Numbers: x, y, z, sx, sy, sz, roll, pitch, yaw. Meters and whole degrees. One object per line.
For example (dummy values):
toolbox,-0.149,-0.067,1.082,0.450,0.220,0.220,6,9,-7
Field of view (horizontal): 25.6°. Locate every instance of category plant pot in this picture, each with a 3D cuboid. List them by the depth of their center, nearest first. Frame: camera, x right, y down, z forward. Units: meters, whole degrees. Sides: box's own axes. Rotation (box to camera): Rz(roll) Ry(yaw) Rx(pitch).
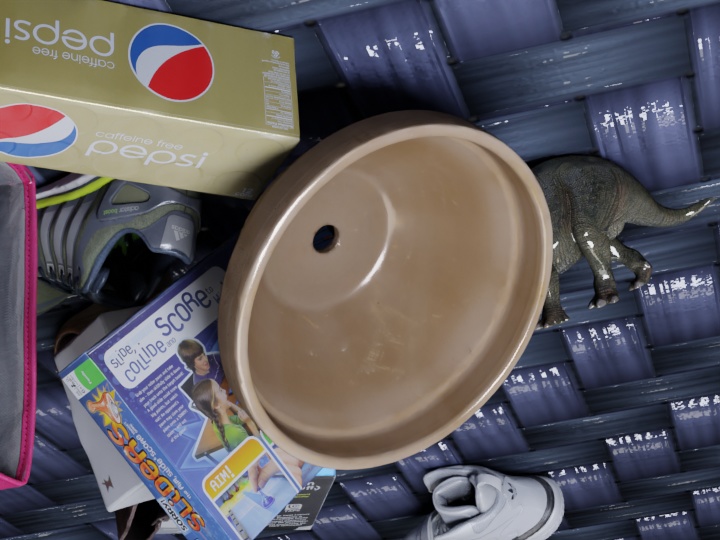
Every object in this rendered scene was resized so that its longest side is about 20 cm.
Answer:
plant pot,0.000,0.000,0.869,0.200,0.093,0.202,-16,122,-27

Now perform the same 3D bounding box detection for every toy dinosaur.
toy dinosaur,0.119,-0.026,0.946,0.199,0.103,0.077,-20,-178,0

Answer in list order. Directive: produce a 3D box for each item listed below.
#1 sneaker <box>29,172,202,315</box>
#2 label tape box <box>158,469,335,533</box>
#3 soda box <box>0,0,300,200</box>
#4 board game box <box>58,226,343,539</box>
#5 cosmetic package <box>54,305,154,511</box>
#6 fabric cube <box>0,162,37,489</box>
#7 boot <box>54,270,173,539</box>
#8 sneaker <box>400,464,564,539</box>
sneaker,-0.161,-0.011,0.932,0.074,0.082,0.200,17,146,-36
label tape box,-0.096,0.153,1.285,0.142,0.067,0.200,1,154,-11
soda box,-0.133,-0.091,0.798,0.198,0.065,0.068,9,150,-23
board game box,-0.060,0.054,0.907,0.034,0.136,0.200,-34,-175,45
cosmetic package,-0.073,0.068,0.970,0.199,0.102,0.071,-12,163,-40
fabric cube,-0.305,0.014,0.830,0.198,0.198,0.200,-13,153,16
boot,-0.164,0.105,1.065,0.072,0.168,0.200,6,151,-20
sneaker,0.081,0.234,1.469,0.199,0.076,0.115,-31,143,33
